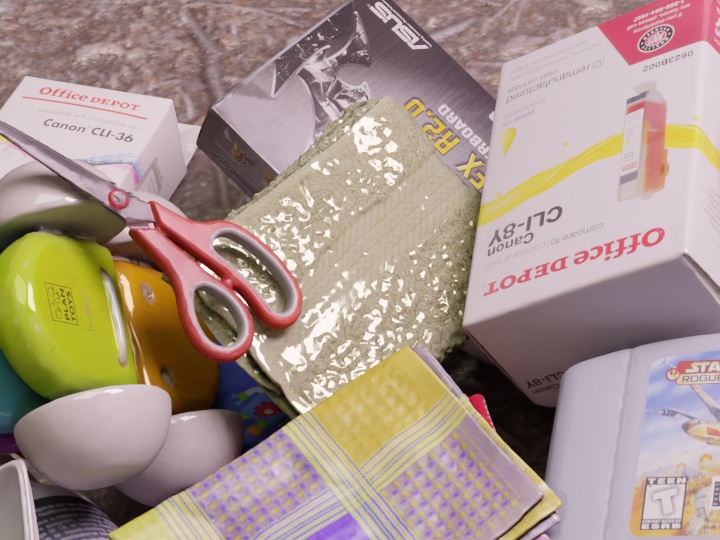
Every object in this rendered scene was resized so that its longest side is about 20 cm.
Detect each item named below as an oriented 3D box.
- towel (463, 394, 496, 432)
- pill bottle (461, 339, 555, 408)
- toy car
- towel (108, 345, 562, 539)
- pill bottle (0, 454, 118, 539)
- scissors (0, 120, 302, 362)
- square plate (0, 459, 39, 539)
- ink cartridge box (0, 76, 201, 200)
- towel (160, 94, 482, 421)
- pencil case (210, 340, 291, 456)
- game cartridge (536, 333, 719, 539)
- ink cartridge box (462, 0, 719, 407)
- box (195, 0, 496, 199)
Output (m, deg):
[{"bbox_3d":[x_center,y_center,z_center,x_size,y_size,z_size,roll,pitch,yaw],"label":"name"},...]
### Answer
[{"bbox_3d":[0.000,0.168,1.312,0.200,0.022,0.145,-33,51,20],"label":"towel"},{"bbox_3d":[0.155,0.037,1.447,0.200,0.114,0.114,23,51,29],"label":"pill bottle"},{"bbox_3d":[-0.164,0.046,1.351,0.150,0.200,0.175,-19,73,19],"label":"toy car"},{"bbox_3d":[-0.014,0.129,1.248,0.200,0.023,0.144,-31,53,-9],"label":"towel"},{"bbox_3d":[-0.166,0.186,1.330,0.120,0.120,0.200,-30,47,-22],"label":"pill bottle"},{"bbox_3d":[-0.114,-0.033,1.293,0.200,0.014,0.073,45,59,-3],"label":"scissors"},{"bbox_3d":[-0.225,0.223,1.267,0.200,0.028,0.198,-28,60,28],"label":"square plate"},{"bbox_3d":[-0.194,-0.061,1.638,0.116,0.068,0.200,11,46,19],"label":"ink cartridge box"},{"bbox_3d":[0.000,0.000,1.366,0.148,0.036,0.200,47,54,1],"label":"towel"},{"bbox_3d":[-0.042,0.104,1.432,0.200,0.078,0.087,25,44,31],"label":"pencil case"},{"bbox_3d":[0.189,0.093,1.234,0.200,0.042,0.133,-4,58,22],"label":"game cartridge"},{"bbox_3d":[0.145,-0.041,1.352,0.145,0.083,0.200,-20,43,32],"label":"ink cartridge box"},{"bbox_3d":[0.021,-0.065,1.559,0.200,0.048,0.158,45,58,8],"label":"box"}]
